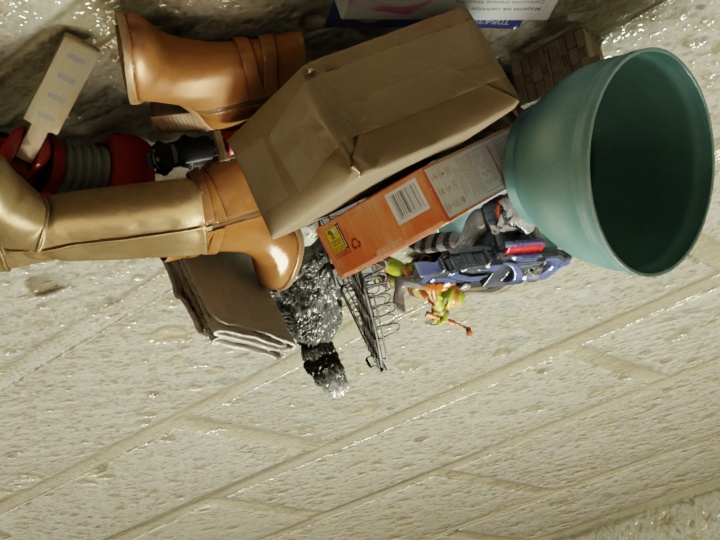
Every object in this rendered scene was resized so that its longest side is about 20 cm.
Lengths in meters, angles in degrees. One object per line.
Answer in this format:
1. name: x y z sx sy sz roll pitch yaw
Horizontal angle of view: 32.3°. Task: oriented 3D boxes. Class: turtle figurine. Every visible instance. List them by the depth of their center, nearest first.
1. turtle figurine: 0.062 0.008 1.485 0.160 0.065 0.200 21 170 23

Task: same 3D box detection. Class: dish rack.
1. dish rack: 0.000 0.000 1.286 0.054 0.201 0.155 -19 127 -6

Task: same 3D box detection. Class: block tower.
1. block tower: 0.155 -0.170 1.235 0.198 0.058 0.054 -21 153 27

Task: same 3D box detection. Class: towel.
1. towel: -0.152 0.009 1.332 0.034 0.201 0.132 -44 142 21

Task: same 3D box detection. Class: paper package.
1. paper package: 0.006 -0.127 1.090 0.189 0.104 0.200 -25 178 -29

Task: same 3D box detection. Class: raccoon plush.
1. raccoon plush: -0.031 0.046 1.484 0.097 0.201 0.134 -39 -171 -30

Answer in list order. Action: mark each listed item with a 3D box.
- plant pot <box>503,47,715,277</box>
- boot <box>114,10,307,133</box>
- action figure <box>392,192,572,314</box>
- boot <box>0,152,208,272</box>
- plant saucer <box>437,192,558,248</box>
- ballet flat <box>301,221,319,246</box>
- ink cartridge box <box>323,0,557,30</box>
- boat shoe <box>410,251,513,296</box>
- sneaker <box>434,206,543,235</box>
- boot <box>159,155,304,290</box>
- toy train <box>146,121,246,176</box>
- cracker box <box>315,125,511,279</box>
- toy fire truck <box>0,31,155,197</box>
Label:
1. plant pot: 0.217 -0.098 1.149 0.199 0.203 0.133 15 172 -42
2. boot: -0.123 -0.178 1.082 0.153 0.078 0.200 -11 158 4
3. action figure: 0.105 -0.024 1.270 0.198 0.106 0.193 -1 156 -40
4. boot: -0.237 -0.061 1.096 0.197 0.067 0.176 -5 156 -8
5. plant saucer: 0.171 -0.093 1.356 0.198 0.028 0.202 -8 129 -10
6. ballet flat: -0.041 -0.055 1.390 0.198 0.070 0.069 7 150 -32
7. ink cartridge box: 0.082 -0.252 1.050 0.194 0.044 0.200 -3 153 -15
8. boat shoe: 0.130 -0.008 1.520 0.073 0.075 0.199 15 156 -30
9. sneaker: 0.142 -0.070 1.416 0.197 0.075 0.085 -9 155 -2
10. boot: -0.138 -0.038 1.272 0.154 0.073 0.202 -30 135 -33
11. toy train: -0.109 -0.126 1.186 0.198 0.035 0.046 -17 -174 -32
12. cracker box: 0.065 -0.067 1.182 0.133 0.058 0.200 -28 180 34
13. toy fire truck: -0.263 -0.113 1.150 0.174 0.130 0.199 6 161 -31
